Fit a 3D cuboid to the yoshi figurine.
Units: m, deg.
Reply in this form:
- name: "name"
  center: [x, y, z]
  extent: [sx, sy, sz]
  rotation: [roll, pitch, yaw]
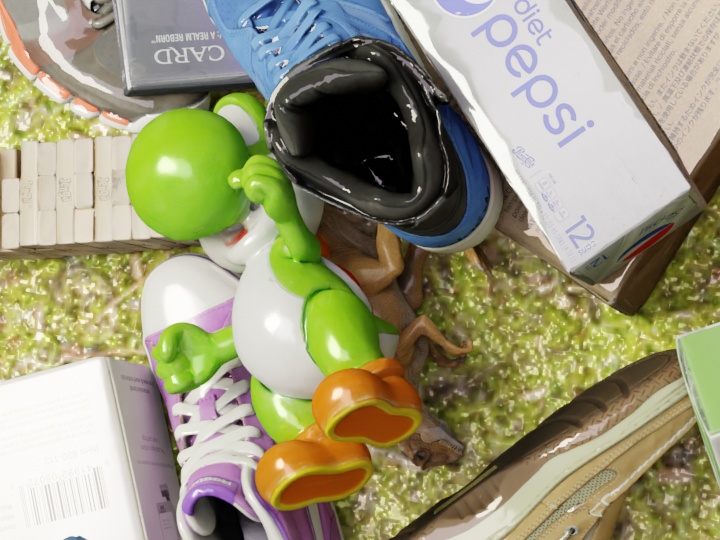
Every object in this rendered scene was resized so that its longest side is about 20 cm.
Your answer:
- name: "yoshi figurine"
  center: [-0.053, 0.002, 1.134]
  extent: [0.112, 0.112, 0.201]
  rotation: [-23, 61, -1]

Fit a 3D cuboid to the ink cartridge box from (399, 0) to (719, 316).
- name: "ink cartridge box"
  center: [0.113, -0.106, 1.182]
  extent: [0.164, 0.075, 0.201]
  rotation: [35, 94, 17]

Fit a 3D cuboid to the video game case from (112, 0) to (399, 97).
- name: "video game case"
  center: [-0.059, -0.189, 1.231]
  extent: [0.142, 0.019, 0.201]
  rotation: [-5, 81, -16]

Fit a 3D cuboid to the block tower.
- name: "block tower"
  center: [-0.169, -0.035, 1.250]
  extent: [0.199, 0.058, 0.054]
  rotation: [-3, 85, 19]

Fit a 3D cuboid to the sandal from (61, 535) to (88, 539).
- name: "sandal"
  center: [-0.129, 0.201, 1.122]
  extent: [0.087, 0.079, 0.201]
  rotation: [-27, 81, 6]

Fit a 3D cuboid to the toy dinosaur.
- name: "toy dinosaur"
  center: [0.000, 0.000, 1.206]
  extent: [0.106, 0.060, 0.201]
  rotation: [-34, 77, 10]

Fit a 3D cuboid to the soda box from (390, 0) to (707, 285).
- name: "soda box"
  center: [0.073, -0.095, 1.120]
  extent: [0.068, 0.063, 0.201]
  rotation: [-35, 77, 9]

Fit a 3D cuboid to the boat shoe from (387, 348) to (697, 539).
- name: "boat shoe"
  center: [0.092, 0.118, 1.173]
  extent: [0.200, 0.072, 0.076]
  rotation: [-37, 93, 12]

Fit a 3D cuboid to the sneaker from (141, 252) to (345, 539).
- name: "sneaker"
  center: [-0.062, 0.078, 1.186]
  extent: [0.072, 0.114, 0.201]
  rotation: [-27, 77, 11]

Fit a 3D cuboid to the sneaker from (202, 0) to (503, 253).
- name: "sneaker"
  center: [-0.018, -0.095, 1.121]
  extent: [0.077, 0.111, 0.200]
  rotation: [-38, 75, 9]

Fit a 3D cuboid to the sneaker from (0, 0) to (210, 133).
- name: "sneaker"
  center: [-0.145, -0.152, 1.236]
  extent: [0.200, 0.077, 0.082]
  rotation: [45, 135, 15]

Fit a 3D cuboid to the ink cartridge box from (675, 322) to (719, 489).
- name: "ink cartridge box"
  center: [0.249, 0.050, 1.104]
  extent: [0.199, 0.104, 0.060]
  rotation: [-18, 49, 6]

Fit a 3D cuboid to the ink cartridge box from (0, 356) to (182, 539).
- name: "ink cartridge box"
  center: [-0.158, 0.157, 1.215]
  extent: [0.146, 0.083, 0.201]
  rotation: [-14, 81, 12]
